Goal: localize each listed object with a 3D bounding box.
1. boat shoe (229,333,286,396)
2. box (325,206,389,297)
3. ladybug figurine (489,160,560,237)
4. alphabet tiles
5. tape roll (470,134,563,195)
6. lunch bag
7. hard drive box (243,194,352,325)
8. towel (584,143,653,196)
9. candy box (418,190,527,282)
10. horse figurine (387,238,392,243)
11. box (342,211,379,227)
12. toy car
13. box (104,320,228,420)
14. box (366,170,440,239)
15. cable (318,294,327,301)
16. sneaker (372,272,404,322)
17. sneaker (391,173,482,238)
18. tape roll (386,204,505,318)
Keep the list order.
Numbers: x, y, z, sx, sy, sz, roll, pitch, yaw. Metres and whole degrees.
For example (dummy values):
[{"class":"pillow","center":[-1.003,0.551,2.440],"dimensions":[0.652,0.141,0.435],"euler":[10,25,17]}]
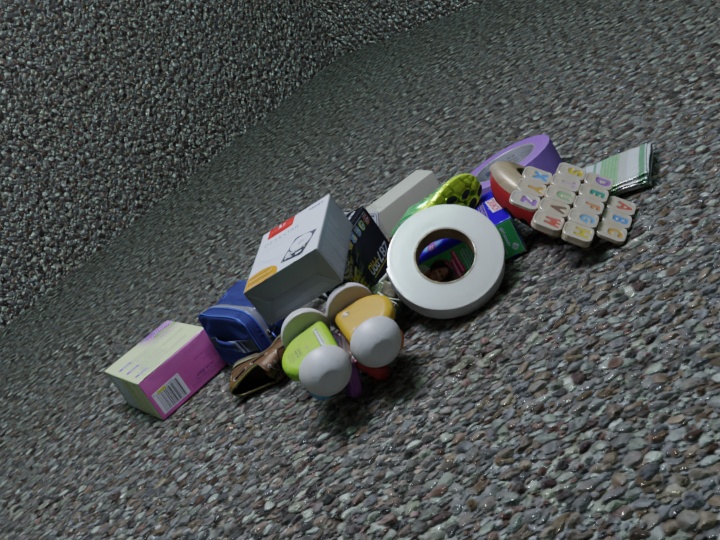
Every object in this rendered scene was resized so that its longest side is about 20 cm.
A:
[{"class":"boat shoe","center":[-0.152,0.172,1.696],"dimensions":[0.199,0.072,0.068],"euler":[-33,23,23]},{"class":"box","center":[0.000,0.000,1.728],"dimensions":[0.049,0.162,0.200],"euler":[-22,21,35]},{"class":"ladybug figurine","center":[0.298,-0.120,1.616],"dimensions":[0.200,0.072,0.135],"euler":[39,25,29]},{"class":"alphabet tiles","center":[0.347,-0.111,1.529],"dimensions":[0.194,0.015,0.200],"euler":[23,42,12]},{"class":"tape roll","center":[0.298,-0.185,1.847],"dimensions":[0.199,0.066,0.200],"euler":[-30,16,9]},{"class":"lunch bag","center":[-0.210,0.112,1.804],"dimensions":[0.132,0.137,0.199],"euler":[-43,25,-29]},{"class":"hard drive box","center":[-0.102,-0.021,1.590],"dimensions":[0.155,0.077,0.201],"euler":[-31,23,19]},{"class":"towel","center":[0.429,-0.156,1.687],"dimensions":[0.199,0.031,0.149],"euler":[-22,20,29]},{"class":"candy box","center":[0.187,-0.051,1.705],"dimensions":[0.199,0.077,0.169],"euler":[-28,19,11]},{"class":"horse figurine","center":[0.122,-0.085,1.866],"dimensions":[0.199,0.050,0.133],"euler":[-24,-9,2]},{"class":"box","center":[-0.033,-0.070,1.913],"dimensions":[0.115,0.061,0.200],"euler":[-2,-8,-10]},{"class":"toy car","center":[-0.022,0.130,1.484],"dimensions":[0.199,0.151,0.175],"euler":[-29,34,-6]},{"class":"box","center":[-0.399,0.200,1.926],"dimensions":[0.176,0.097,0.199],"euler":[-42,24,-26]},{"class":"box","center":[0.083,-0.138,2.062],"dimensions":[0.199,0.069,0.082],"euler":[-37,21,-15]},{"class":"cable","center":[-0.085,0.048,1.820],"dimensions":[0.198,0.051,0.097],"euler":[-8,35,0]},{"class":"sneaker","center":[0.040,0.059,1.616],"dimensions":[0.067,0.090,0.201],"euler":[22,38,7]},{"class":"sneaker","center":[0.133,-0.114,1.712],"dimensions":[0.199,0.074,0.083],"euler":[-36,23,-11]},{"class":"tape roll","center":[0.143,-0.017,1.576],"dimensions":[0.201,0.037,0.205],"euler":[-4,62,8]}]
